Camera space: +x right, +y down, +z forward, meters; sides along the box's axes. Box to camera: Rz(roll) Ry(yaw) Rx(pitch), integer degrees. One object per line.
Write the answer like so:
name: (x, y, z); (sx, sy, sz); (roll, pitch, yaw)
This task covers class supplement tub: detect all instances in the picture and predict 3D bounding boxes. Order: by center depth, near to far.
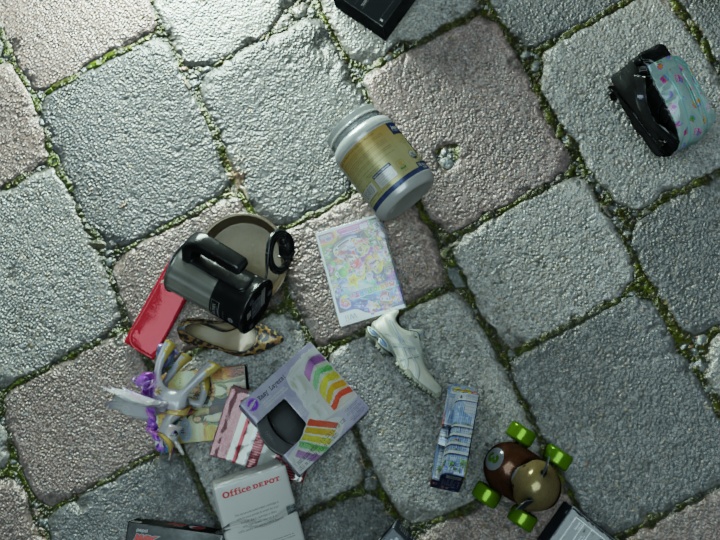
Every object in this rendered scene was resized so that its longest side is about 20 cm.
supplement tub: (0.038, -0.217, 1.737); (0.144, 0.144, 0.201); (-37, 80, 0)

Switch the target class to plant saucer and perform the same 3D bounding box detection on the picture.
plant saucer: (-0.243, -0.018, 1.797); (0.197, 0.029, 0.203); (-1, 82, 7)

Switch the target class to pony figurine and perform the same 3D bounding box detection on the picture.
pony figurine: (-0.392, 0.244, 1.695); (0.191, 0.167, 0.201); (25, 69, 1)

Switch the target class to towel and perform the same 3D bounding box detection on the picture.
towel: (-0.186, 0.327, 1.726); (0.198, 0.023, 0.146); (20, 83, -6)

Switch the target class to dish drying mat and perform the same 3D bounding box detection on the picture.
dish drying mat: (-0.414, 0.078, 1.807); (0.076, 0.018, 0.201); (28, 85, 8)

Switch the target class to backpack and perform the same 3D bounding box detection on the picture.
backpack: (0.591, -0.327, 1.693); (0.126, 0.167, 0.201); (-29, 86, -4)

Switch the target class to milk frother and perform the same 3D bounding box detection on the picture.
milk frother: (-0.253, -0.012, 1.729); (0.187, 0.200, 0.182); (27, 125, 14)

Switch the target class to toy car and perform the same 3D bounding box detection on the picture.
toy car: (0.303, 0.384, 1.594); (0.157, 0.200, 0.165); (31, 86, 9)

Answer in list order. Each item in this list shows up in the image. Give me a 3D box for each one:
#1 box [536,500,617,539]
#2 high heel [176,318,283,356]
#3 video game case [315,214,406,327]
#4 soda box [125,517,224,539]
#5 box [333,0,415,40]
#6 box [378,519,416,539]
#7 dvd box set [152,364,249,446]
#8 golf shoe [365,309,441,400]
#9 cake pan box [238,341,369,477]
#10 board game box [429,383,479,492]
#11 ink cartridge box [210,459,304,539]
box: (0.405, 0.568, 1.595); (0.198, 0.123, 0.201); (37, 85, 9)
high heel: (-0.259, 0.130, 1.719); (0.197, 0.143, 0.072); (3, 82, 7)
video game case: (0.000, 0.000, 1.774); (0.142, 0.018, 0.202); (-16, 81, 3)
soda box: (-0.360, 0.538, 1.712); (0.197, 0.063, 0.072); (5, 82, 7)
box: (0.054, -0.612, 1.826); (0.141, 0.079, 0.201); (36, 87, 13)
box: (0.086, 0.600, 1.633); (0.200, 0.107, 0.148); (44, 88, 11)
dvd box set: (-0.323, 0.273, 1.763); (0.197, 0.029, 0.148); (-6, 81, 5)
golf shoe: (0.103, 0.162, 1.712); (0.097, 0.078, 0.200); (-43, 81, -5)
cake pan box: (-0.113, 0.273, 1.702); (0.200, 0.052, 0.184); (-39, 80, -18)
board game box: (0.181, 0.301, 1.644); (0.061, 0.200, 0.202); (10, 69, 6)
ink cartridge box: (-0.192, 0.481, 1.659); (0.143, 0.084, 0.202); (-15, 91, -14)
